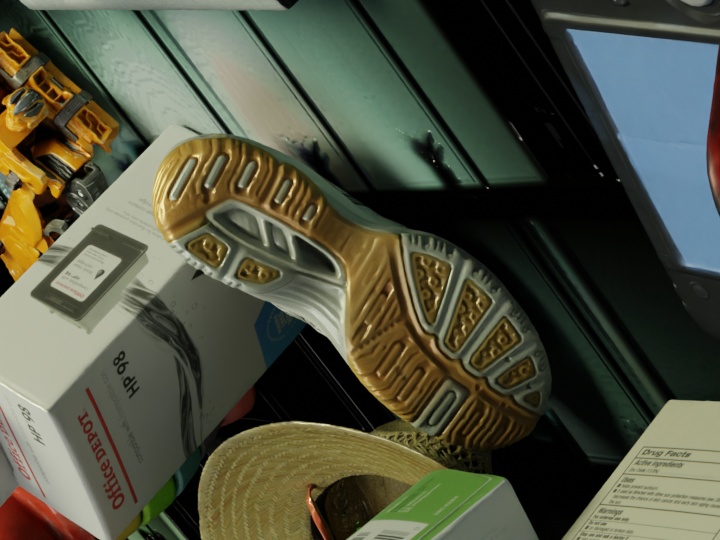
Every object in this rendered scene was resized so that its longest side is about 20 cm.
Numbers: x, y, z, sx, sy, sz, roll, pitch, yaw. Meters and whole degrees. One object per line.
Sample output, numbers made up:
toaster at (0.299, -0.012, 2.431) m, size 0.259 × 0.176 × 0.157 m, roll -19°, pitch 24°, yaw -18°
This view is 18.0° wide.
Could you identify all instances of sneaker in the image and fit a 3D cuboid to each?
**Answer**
sneaker at (0.000, 0.000, 1.000) m, size 0.200 × 0.076 × 0.088 m, roll 37°, pitch -174°, yaw -9°

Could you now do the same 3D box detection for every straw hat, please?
straw hat at (0.023, 0.113, 1.058) m, size 0.200 × 0.085 × 0.202 m, roll 18°, pitch 138°, yaw 17°

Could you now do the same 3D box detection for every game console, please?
game console at (0.115, -0.004, 0.733) m, size 0.172 × 0.119 × 0.200 m, roll 13°, pitch 142°, yaw 48°

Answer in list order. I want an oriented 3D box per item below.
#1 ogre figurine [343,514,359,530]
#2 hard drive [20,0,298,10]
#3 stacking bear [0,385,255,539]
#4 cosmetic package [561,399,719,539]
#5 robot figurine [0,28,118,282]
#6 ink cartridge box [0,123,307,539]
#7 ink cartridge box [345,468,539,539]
ogre figurine at (0.032, 0.173, 1.195) m, size 0.120 × 0.098 × 0.200 m, roll 36°, pitch -170°, yaw -17°
hard drive at (-0.113, -0.168, 0.918) m, size 0.200 × 0.033 × 0.140 m, roll 8°, pitch 139°, yaw 52°
stacking bear at (-0.161, 0.106, 1.239) m, size 0.114 × 0.200 × 0.122 m, roll 34°, pitch 155°, yaw 18°
cosmetic package at (0.115, 0.145, 0.880) m, size 0.071 × 0.200 × 0.105 m, roll 51°, pitch 156°, yaw -20°
robot figurine at (-0.178, -0.057, 1.171) m, size 0.145 × 0.058 × 0.200 m, roll 42°, pitch 157°, yaw 0°
ink cartridge box at (-0.115, 0.044, 1.066) m, size 0.067 × 0.200 × 0.116 m, roll 27°, pitch 152°, yaw 29°
ink cartridge box at (0.052, 0.194, 0.934) m, size 0.059 × 0.104 × 0.200 m, roll -4°, pitch 118°, yaw 58°
